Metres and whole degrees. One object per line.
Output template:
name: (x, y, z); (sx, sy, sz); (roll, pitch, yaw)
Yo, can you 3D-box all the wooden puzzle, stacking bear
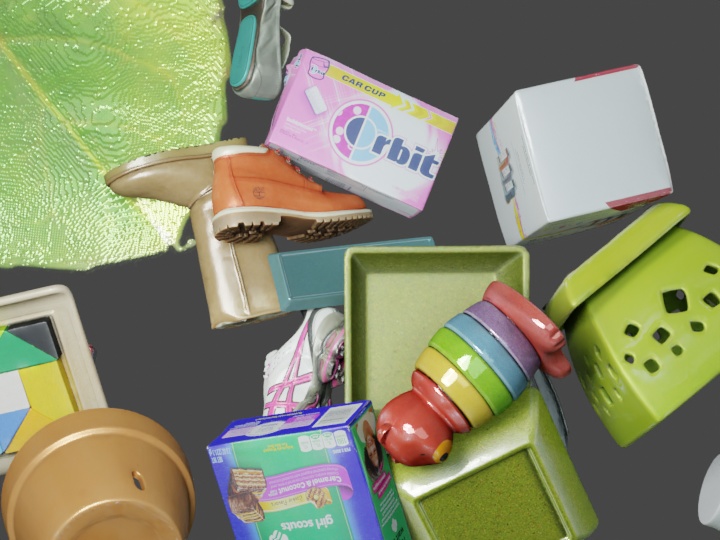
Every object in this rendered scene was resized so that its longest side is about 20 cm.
wooden puzzle: (-0.360, 0.123, 1.596); (0.183, 0.037, 0.201); (-13, 113, 7)
stacking bear: (0.101, 0.117, 1.561); (0.200, 0.122, 0.114); (-43, 63, -9)

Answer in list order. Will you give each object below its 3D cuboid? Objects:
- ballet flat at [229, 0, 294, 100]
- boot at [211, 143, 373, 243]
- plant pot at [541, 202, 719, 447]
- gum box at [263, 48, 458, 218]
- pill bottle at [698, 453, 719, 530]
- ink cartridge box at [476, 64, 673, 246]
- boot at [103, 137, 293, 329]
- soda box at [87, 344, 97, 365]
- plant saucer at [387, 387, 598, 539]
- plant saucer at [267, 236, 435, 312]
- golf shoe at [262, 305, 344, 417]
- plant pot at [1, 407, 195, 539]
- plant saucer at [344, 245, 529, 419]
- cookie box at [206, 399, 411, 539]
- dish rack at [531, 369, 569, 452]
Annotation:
ballet flat: (-0.107, -0.289, 1.758); (0.063, 0.067, 0.202); (12, 79, -33)
boot: (-0.074, -0.088, 1.691); (0.199, 0.075, 0.108); (3, 68, -36)
plant pot: (0.316, 0.053, 1.684); (0.200, 0.199, 0.182); (-38, 80, -11)
gum box: (-0.006, -0.153, 1.730); (0.199, 0.066, 0.114); (24, 80, -8)
pill bottle: (0.480, 0.270, 1.708); (0.198, 0.109, 0.110); (18, 79, -3)
ink cartridge box: (0.228, -0.120, 1.695); (0.144, 0.200, 0.146); (-14, 85, -9)
boot: (-0.174, -0.034, 1.696); (0.174, 0.066, 0.202); (-13, 83, -11)
soda box: (-0.385, 0.093, 1.650); (0.198, 0.063, 0.071); (14, 79, -4)
plant saucer: (0.137, 0.250, 1.632); (0.199, 0.048, 0.201); (-26, 115, 2)
plant saucer: (0.000, 0.000, 1.707); (0.198, 0.019, 0.070); (-7, 66, -21)
golf shoe: (-0.071, 0.132, 1.690); (0.092, 0.073, 0.201); (26, 82, 31)
plant pot: (-0.254, 0.258, 1.561); (0.198, 0.140, 0.202); (-6, 112, -16)
plant saucer: (0.078, 0.075, 1.645); (0.198, 0.048, 0.202); (0, 91, -10)
cookie box: (-0.046, 0.248, 1.593); (0.170, 0.075, 0.202); (-11, 103, 25)
dish rack: (0.130, 0.175, 1.707); (0.199, 0.055, 0.155); (-20, 85, -10)
